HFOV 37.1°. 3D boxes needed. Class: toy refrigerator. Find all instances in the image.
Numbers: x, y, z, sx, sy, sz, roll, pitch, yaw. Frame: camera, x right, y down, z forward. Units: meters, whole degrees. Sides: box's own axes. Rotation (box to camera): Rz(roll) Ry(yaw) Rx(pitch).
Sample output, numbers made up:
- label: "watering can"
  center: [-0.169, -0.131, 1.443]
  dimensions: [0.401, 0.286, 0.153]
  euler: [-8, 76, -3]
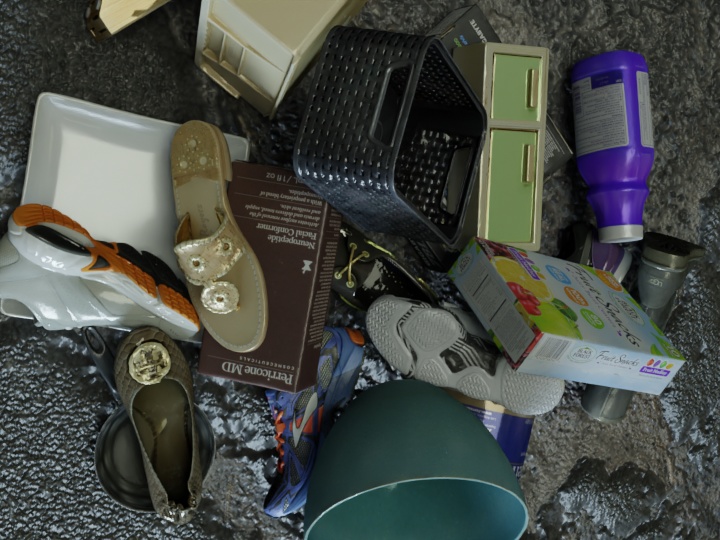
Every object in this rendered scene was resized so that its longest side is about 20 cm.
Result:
- label: "toy refrigerator"
  center: [0.137, -0.120, 1.064]
  dimensions: [0.076, 0.070, 0.201]
  euler: [0, 95, -25]

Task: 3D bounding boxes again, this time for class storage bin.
- label: "storage bin"
  center: [-0.047, -0.254, 0.953]
  dimensions: [0.094, 0.199, 0.200]
  euler: [38, 78, -5]
- label: "storage bin"
  center: [0.032, -0.113, 0.941]
  dimensions: [0.200, 0.094, 0.136]
  euler: [35, 69, -66]

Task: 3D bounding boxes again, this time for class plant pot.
- label: "plant pot"
  center: [0.043, 0.181, 0.985]
  dimensions: [0.200, 0.200, 0.135]
  euler: [15, 45, -25]

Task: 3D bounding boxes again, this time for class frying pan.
- label: "frying pan"
  center: [-0.219, 0.146, 0.992]
  dimensions: [0.190, 0.031, 0.115]
  euler: [42, 79, -22]

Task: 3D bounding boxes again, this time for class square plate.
- label: "square plate"
  center: [-0.213, -0.044, 0.982]
  dimensions: [0.199, 0.028, 0.199]
  euler: [11, 91, -25]

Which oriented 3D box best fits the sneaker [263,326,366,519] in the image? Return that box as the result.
- label: "sneaker"
  center: [-0.062, 0.145, 1.054]
  dimensions: [0.078, 0.075, 0.201]
  euler: [20, 79, -14]

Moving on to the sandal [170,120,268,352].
- label: "sandal"
  center: [-0.142, -0.030, 0.934]
  dimensions: [0.070, 0.077, 0.212]
  euler: [4, 72, -65]

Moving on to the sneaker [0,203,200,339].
- label: "sneaker"
  center: [-0.234, 0.021, 0.935]
  dimensions: [0.200, 0.076, 0.092]
  euler: [31, 110, -33]

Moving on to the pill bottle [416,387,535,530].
- label: "pill bottle"
  center: [0.105, 0.211, 1.105]
  dimensions: [0.115, 0.116, 0.201]
  euler: [14, 89, -25]

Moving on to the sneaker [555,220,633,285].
- label: "sneaker"
  center: [0.212, 0.037, 1.172]
  dimensions: [0.087, 0.076, 0.200]
  euler: [37, 72, -14]

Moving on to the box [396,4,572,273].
- label: "box"
  center: [0.096, -0.135, 1.107]
  dimensions: [0.198, 0.050, 0.200]
  euler: [-43, 110, -15]

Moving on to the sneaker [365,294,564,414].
- label: "sneaker"
  center: [0.103, 0.068, 1.052]
  dimensions: [0.199, 0.115, 0.075]
  euler: [22, 110, 1]

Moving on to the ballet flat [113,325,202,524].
- label: "ballet flat"
  center: [-0.174, 0.143, 0.955]
  dimensions: [0.067, 0.046, 0.201]
  euler: [-13, 115, -18]

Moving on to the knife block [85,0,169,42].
- label: "knife block"
  center: [-0.143, -0.290, 0.974]
  dimensions: [0.175, 0.064, 0.201]
  euler: [11, 90, -25]

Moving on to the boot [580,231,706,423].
- label: "boot"
  center: [0.317, 0.062, 1.207]
  dimensions: [0.182, 0.072, 0.201]
  euler: [-14, 120, -60]

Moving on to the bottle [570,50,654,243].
- label: "bottle"
  center: [0.274, -0.131, 1.156]
  dimensions: [0.065, 0.083, 0.201]
  euler: [1, 83, -39]

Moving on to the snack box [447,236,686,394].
- label: "snack box"
  center: [0.198, 0.044, 1.030]
  dimensions: [0.200, 0.142, 0.053]
  euler: [13, 122, -35]

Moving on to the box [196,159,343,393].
- label: "box"
  center: [-0.080, 0.004, 0.991]
  dimensions: [0.100, 0.075, 0.201]
  euler: [10, 94, 12]

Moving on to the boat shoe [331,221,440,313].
- label: "boat shoe"
  center: [0.000, 0.000, 1.067]
  dimensions: [0.201, 0.061, 0.072]
  euler: [33, 80, -24]
